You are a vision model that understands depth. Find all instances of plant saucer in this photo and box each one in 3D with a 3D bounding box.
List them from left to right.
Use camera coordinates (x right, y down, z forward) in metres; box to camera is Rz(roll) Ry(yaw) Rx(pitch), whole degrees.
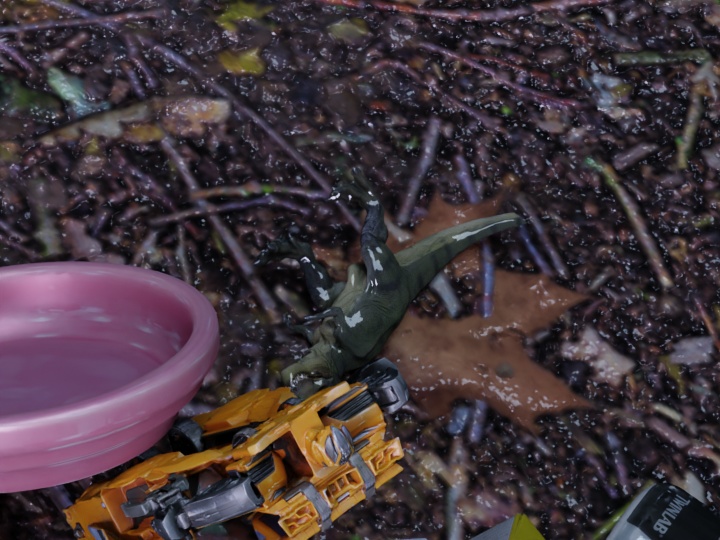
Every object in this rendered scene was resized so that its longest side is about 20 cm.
[{"bbox_3d":[-0.167,0.054,1.246,0.200,0.051,0.201,-4,21,2],"label":"plant saucer"}]

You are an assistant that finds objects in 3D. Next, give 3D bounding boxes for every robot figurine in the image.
[{"bbox_3d":[-0.055,0.097,1.202,0.145,0.200,0.058,-34,100,-31],"label":"robot figurine"}]

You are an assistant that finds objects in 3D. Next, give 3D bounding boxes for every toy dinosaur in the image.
[{"bbox_3d":[0.000,0.000,1.382,0.088,0.047,0.200,46,55,1],"label":"toy dinosaur"}]

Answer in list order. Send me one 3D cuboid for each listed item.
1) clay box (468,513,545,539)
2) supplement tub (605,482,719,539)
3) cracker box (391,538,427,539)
[{"bbox_3d":[0.027,0.204,1.156,0.048,0.115,0.200,50,28,-16],"label":"clay box"},{"bbox_3d":[0.194,0.204,1.236,0.200,0.123,0.123,34,54,11],"label":"supplement tub"},{"bbox_3d":[-0.075,0.178,1.117,0.200,0.134,0.058,-21,96,-37],"label":"cracker box"}]
